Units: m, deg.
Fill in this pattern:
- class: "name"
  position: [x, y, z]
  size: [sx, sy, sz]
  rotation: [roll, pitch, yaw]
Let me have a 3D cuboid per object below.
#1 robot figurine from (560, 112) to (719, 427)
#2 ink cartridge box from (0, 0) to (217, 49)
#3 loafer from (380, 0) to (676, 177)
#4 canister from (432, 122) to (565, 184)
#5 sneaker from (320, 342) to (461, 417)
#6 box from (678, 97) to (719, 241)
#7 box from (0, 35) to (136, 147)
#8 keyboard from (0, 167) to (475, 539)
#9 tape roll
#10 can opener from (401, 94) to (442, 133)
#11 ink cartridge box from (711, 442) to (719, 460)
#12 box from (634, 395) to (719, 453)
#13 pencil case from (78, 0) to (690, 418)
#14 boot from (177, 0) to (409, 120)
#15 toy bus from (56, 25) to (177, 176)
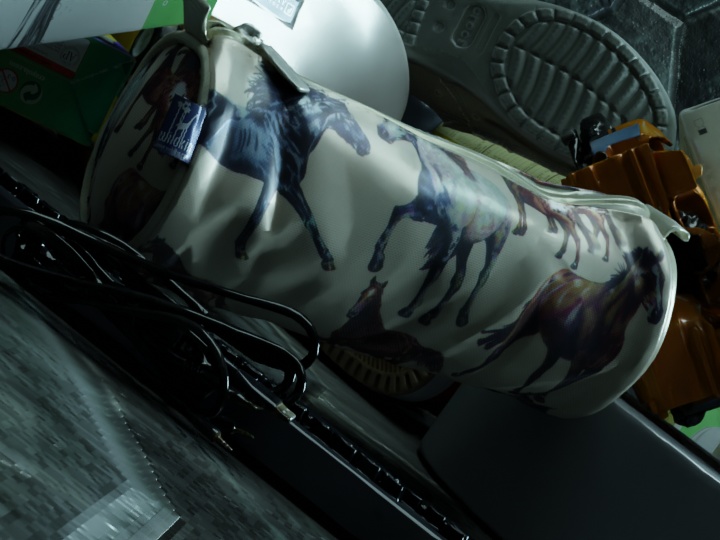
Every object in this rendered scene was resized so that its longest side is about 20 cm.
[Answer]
- class: "robot figurine"
  position: [0.128, -0.001, 0.773]
  size: [0.200, 0.058, 0.146]
  rotation: [-19, 90, -78]
- class: "ink cartridge box"
  position: [-0.149, -0.158, 0.686]
  size: [0.146, 0.084, 0.199]
  rotation: [42, 30, 18]
- class: "loafer"
  position: [0.076, -0.104, 0.963]
  size: [0.199, 0.075, 0.070]
  rotation: [33, -12, 13]
- class: "canister"
  position: [0.077, -0.004, 1.043]
  size: [0.086, 0.149, 0.200]
  rotation: [32, 3, -32]
- class: "sneaker"
  position: [0.000, 0.000, 0.848]
  size: [0.200, 0.071, 0.112]
  rotation: [47, 13, 36]
- class: "box"
  position: [0.209, -0.017, 0.954]
  size: [0.200, 0.068, 0.083]
  rotation: [65, 7, -68]
- class: "box"
  position: [-0.176, -0.119, 0.816]
  size: [0.117, 0.049, 0.200]
  rotation: [25, 6, -25]
- class: "keyboard"
  position: [-0.035, 0.020, 0.512]
  size: [0.199, 0.040, 0.104]
  rotation: [36, 3, 12]
- class: "tape roll"
  position: [0.121, 0.102, 0.722]
  size: [0.200, 0.066, 0.200]
  rotation: [37, 4, -3]
- class: "can opener"
  position: [-0.022, -0.124, 1.033]
  size: [0.199, 0.079, 0.063]
  rotation: [13, 10, -34]
- class: "ink cartridge box"
  position: [0.238, 0.092, 0.876]
  size: [0.116, 0.201, 0.067]
  rotation: [36, 4, 11]
- class: "box"
  position: [0.245, 0.148, 1.086]
  size: [0.199, 0.097, 0.176]
  rotation: [36, 1, 2]
- class: "pencil case"
  position: [0.011, -0.015, 0.610]
  size: [0.198, 0.090, 0.078]
  rotation: [20, 25, -24]
- class: "boot"
  position: [-0.059, -0.129, 0.891]
  size: [0.090, 0.073, 0.200]
  rotation: [18, -14, 41]
- class: "toy bus"
  position: [-0.070, -0.051, 0.760]
  size: [0.065, 0.079, 0.200]
  rotation: [31, 6, -26]
